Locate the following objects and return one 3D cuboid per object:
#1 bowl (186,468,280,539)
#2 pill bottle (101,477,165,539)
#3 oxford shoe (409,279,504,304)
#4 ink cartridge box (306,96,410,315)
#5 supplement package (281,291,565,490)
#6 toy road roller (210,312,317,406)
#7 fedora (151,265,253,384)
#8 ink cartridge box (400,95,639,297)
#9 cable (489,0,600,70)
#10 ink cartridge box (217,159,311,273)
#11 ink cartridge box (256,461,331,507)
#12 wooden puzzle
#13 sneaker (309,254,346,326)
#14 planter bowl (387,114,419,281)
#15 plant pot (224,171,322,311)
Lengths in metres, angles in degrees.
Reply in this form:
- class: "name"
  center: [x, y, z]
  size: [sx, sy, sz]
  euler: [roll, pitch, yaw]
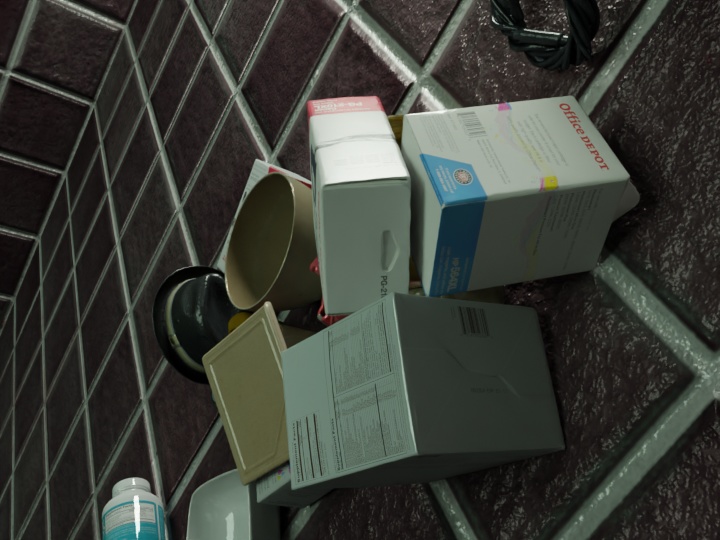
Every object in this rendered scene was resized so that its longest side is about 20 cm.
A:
- class: "bowl"
  center: [-0.180, 0.402, 1.129]
  size: [0.199, 0.074, 0.201]
  euler: [-35, 48, 45]
- class: "pill bottle"
  center: [-0.409, 0.479, 1.406]
  size: [0.111, 0.110, 0.201]
  euler: [-53, 37, 29]
- class: "oxford shoe"
  center: [0.086, 0.046, 0.893]
  size: [0.200, 0.070, 0.075]
  euler: [-27, 64, 55]
- class: "ink cartridge box"
  center: [-0.006, -0.070, 0.788]
  size: [0.200, 0.084, 0.145]
  euler: [-102, 9, -56]
- class: "supplement package"
  center: [0.054, 0.127, 0.778]
  size: [0.200, 0.190, 0.148]
  euler: [-31, 60, 47]
- class: "toy road roller"
  center: [-0.134, 0.116, 1.141]
  size: [0.200, 0.122, 0.147]
  euler: [-42, 44, 39]
- class: "fedora"
  center: [-0.232, 0.077, 1.245]
  size: [0.091, 0.200, 0.202]
  euler: [-29, 53, 51]
- class: "ink cartridge box"
  center: [0.147, -0.073, 0.744]
  size: [0.126, 0.199, 0.129]
  euler: [94, 164, -48]
- class: "cable"
  center: [0.185, -0.292, 0.839]
  size: [0.201, 0.051, 0.163]
  euler: [60, 164, 19]
- class: "ink cartridge box"
  center: [-0.149, -0.065, 1.281]
  size: [0.145, 0.083, 0.201]
  euler: [32, 103, 57]
- class: "ink cartridge box"
  center: [-0.058, 0.205, 1.024]
  size: [0.200, 0.084, 0.145]
  euler: [-42, 44, 37]
- class: "wooden puzzle"
  center: [-0.129, 0.162, 1.006]
  size: [0.200, 0.037, 0.186]
  euler: [-40, 65, 44]
- class: "sneaker"
  center: [-0.009, 0.057, 0.918]
  size: [0.074, 0.086, 0.201]
  euler: [24, 133, 61]
- class: "planter bowl"
  center: [0.065, -0.092, 0.933]
  size: [0.201, 0.200, 0.083]
  euler: [-54, -5, 28]
- class: "plant pot"
  center: [-0.092, -0.028, 1.133]
  size: [0.200, 0.134, 0.201]
  euler: [-29, 54, 48]
